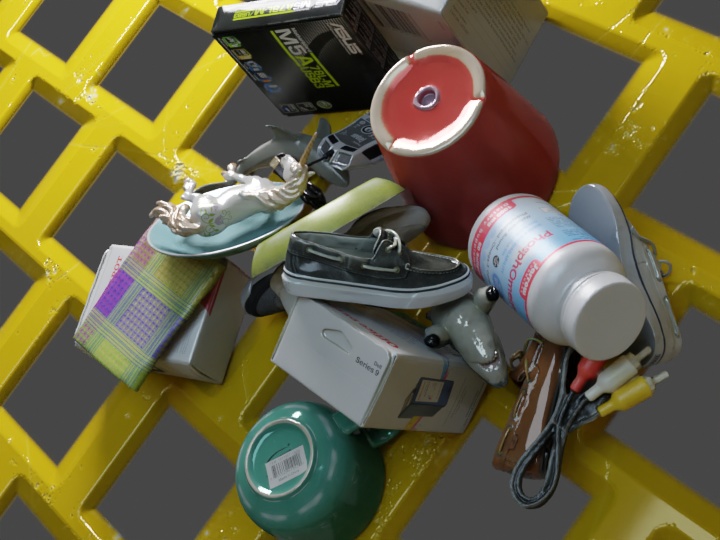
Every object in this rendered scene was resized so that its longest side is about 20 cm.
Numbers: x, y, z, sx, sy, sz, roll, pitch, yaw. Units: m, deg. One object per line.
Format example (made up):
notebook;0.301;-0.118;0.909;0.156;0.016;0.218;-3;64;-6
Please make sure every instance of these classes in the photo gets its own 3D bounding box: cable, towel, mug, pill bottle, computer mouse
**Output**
cable;0.207;0.140;1.168;0.200;0.050;0.097;-45;71;-4
towel;-0.258;0.036;1.457;0.143;0.023;0.201;32;85;36
mug;-0.056;0.209;1.304;0.151;0.114;0.187;15;75;34
pill bottle;0.197;0.006;1.181;0.109;0.109;0.200;-45;34;2
computer mouse;-0.012;-0.143;1.461;0.199;0.044;0.109;-29;42;-25

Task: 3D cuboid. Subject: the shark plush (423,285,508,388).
shark plush;0.105;0.065;1.266;0.091;0.084;0.200;-41;16;-7

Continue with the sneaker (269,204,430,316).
sneaker;0.000;0.000;1.337;0.199;0.075;0.100;-30;69;3

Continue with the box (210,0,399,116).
box;-0.058;-0.270;1.487;0.191;0.200;0.048;2;65;29

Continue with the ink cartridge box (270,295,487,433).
ink cartridge box;0.025;0.100;1.251;0.145;0.199;0.088;30;99;35

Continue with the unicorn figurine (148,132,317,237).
unicorn figurine;-0.142;-0.090;1.392;0.199;0.074;0.137;-39;32;-13

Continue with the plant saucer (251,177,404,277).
plant saucer;-0.043;-0.054;1.318;0.199;0.200;0.031;-30;92;14

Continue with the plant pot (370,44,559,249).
plant pot;0.110;-0.152;1.348;0.198;0.177;0.203;-13;60;24

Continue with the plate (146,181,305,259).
plate;-0.160;-0.056;1.427;0.197;0.026;0.201;-11;25;5

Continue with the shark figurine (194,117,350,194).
shark figurine;-0.118;-0.152;1.535;0.212;0.090;0.130;-12;60;22

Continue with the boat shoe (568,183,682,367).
boat shoe;0.288;0.002;1.235;0.075;0.085;0.204;-42;60;43

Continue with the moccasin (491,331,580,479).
moccasin;0.185;0.117;1.244;0.077;0.074;0.204;11;80;24

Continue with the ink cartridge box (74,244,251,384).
ink cartridge box;-0.253;0.055;1.510;0.198;0.085;0.147;7;70;30

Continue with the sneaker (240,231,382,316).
sneaker;-0.053;0.035;1.410;0.198;0.076;0.115;-23;55;15

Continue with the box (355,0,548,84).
box;0.092;-0.335;1.434;0.198;0.200;0.132;26;82;36

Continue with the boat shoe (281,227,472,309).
boat shoe;0.019;-0.007;1.199;0.197;0.072;0.072;1;24;-7
